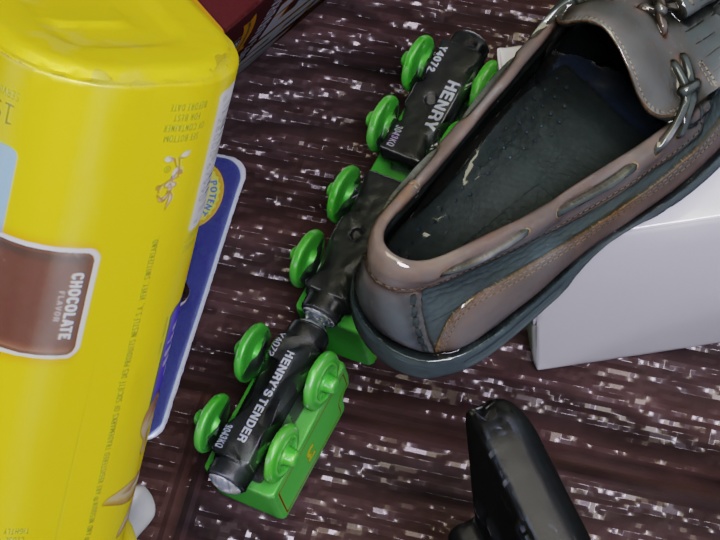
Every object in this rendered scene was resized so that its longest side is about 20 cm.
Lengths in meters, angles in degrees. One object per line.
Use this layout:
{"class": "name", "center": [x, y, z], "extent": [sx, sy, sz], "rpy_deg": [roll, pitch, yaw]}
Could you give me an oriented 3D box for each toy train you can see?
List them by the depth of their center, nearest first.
{"class": "toy train", "center": [0.000, 0.000, 0.785], "extent": [0.042, 0.056, 0.200], "rpy_deg": [22, 69, 20]}

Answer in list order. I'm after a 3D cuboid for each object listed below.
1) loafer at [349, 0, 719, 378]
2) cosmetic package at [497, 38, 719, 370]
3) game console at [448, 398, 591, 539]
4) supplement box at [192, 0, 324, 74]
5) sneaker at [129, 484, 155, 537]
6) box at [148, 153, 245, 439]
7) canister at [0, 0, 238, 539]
{"class": "loafer", "center": [0.074, -0.049, 0.681], "extent": [0.072, 0.063, 0.200], "rpy_deg": [37, 73, 20]}
{"class": "cosmetic package", "center": [0.152, -0.033, 0.761], "extent": [0.199, 0.108, 0.085], "rpy_deg": [-7, 64, 0]}
{"class": "game console", "center": [0.036, 0.169, 0.633], "extent": [0.116, 0.176, 0.200], "rpy_deg": [-23, 65, -6]}
{"class": "supplement box", "center": [-0.082, -0.173, 0.774], "extent": [0.197, 0.133, 0.200], "rpy_deg": [48, 61, -2]}
{"class": "sneaker", "center": [-0.097, 0.157, 0.705], "extent": [0.079, 0.078, 0.200], "rpy_deg": [-11, 62, 6]}
{"class": "box", "center": [-0.150, -0.003, 0.811], "extent": [0.199, 0.032, 0.121], "rpy_deg": [11, 66, 13]}
{"class": "canister", "center": [-0.113, -0.002, 0.653], "extent": [0.086, 0.200, 0.149], "rpy_deg": [-6, 35, -36]}
